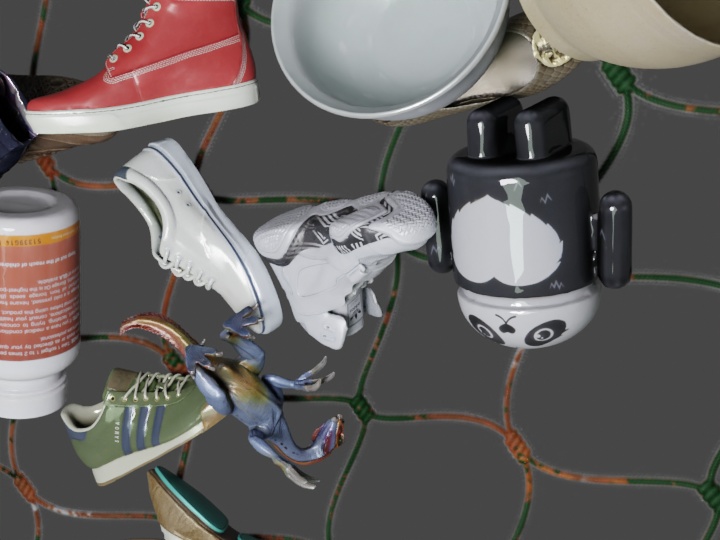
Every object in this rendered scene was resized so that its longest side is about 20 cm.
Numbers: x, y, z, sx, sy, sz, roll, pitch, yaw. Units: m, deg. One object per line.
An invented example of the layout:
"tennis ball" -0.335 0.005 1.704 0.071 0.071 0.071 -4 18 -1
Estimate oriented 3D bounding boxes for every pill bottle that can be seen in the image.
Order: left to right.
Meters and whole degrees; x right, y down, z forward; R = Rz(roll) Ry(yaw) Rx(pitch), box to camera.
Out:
"pill bottle" -0.318 0.031 1.311 0.112 0.112 0.201 10 111 15

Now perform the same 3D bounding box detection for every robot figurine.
"robot figurine" 0.132 -0.036 1.128 0.124 0.150 0.201 -11 108 -18

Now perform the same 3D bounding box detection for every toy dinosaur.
"toy dinosaur" -0.090 0.108 1.265 0.200 0.105 0.182 27 155 33

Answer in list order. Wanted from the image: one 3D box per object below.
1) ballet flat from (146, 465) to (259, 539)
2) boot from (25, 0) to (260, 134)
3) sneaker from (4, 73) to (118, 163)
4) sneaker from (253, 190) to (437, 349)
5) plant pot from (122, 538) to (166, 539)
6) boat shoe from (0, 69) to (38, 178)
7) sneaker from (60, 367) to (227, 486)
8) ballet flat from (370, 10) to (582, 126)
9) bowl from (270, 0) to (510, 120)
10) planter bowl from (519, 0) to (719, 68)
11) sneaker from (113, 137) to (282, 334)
"ballet flat" -0.138 0.272 1.357 0.200 0.068 0.072 34 94 0
"boot" -0.194 -0.194 1.183 0.199 0.072 0.145 -14 105 -12
"sneaker" -0.305 -0.134 1.286 0.199 0.071 0.076 12 131 18
"sneaker" 0.000 0.000 1.197 0.200 0.075 0.115 -5 114 45
"plant pot" -0.222 0.393 1.380 0.200 0.200 0.175 30 134 7
"boat shoe" -0.351 -0.171 1.202 0.093 0.075 0.200 -26 103 37
"sneaker" -0.205 0.129 1.331 0.200 0.067 0.090 -30 101 28
"ballet flat" 0.091 -0.161 1.142 0.199 0.046 0.068 -15 104 23
"bowl" 0.037 -0.198 1.103 0.200 0.090 0.202 -8 70 23
"planter bowl" 0.195 -0.231 1.018 0.135 0.200 0.201 -23 101 50
"sneaker" -0.147 -0.019 1.249 0.200 0.071 0.073 54 155 3
